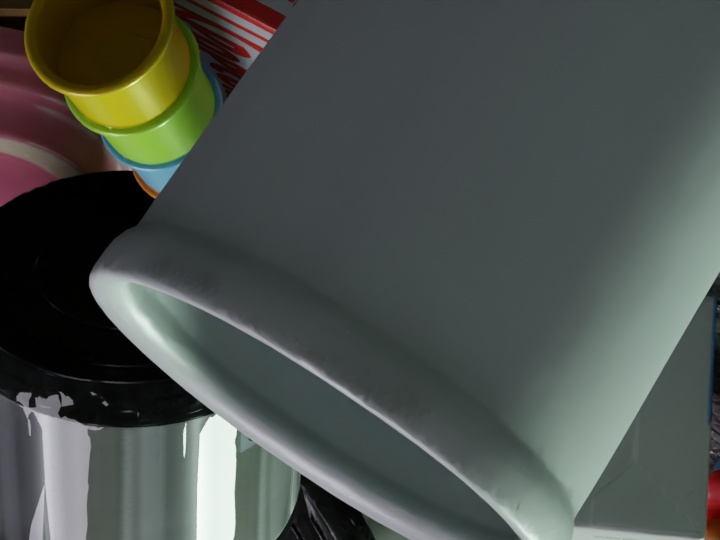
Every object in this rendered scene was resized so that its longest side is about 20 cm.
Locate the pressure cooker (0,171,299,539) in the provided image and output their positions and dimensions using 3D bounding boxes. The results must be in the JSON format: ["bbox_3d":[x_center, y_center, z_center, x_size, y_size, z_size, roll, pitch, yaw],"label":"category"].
[{"bbox_3d":[-0.114,0.077,1.047,0.179,0.175,0.201,-114,21,-48],"label":"pressure cooker"}]

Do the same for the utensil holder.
[{"bbox_3d":[0.039,-0.030,0.683,0.170,0.200,0.170,32,167,9],"label":"utensil holder"}]

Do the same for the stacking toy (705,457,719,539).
[{"bbox_3d":[0.188,0.191,1.084,0.110,0.200,0.116,32,167,4],"label":"stacking toy"}]

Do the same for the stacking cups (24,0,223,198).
[{"bbox_3d":[-0.081,-0.055,0.895,0.060,0.061,0.200,28,165,20],"label":"stacking cups"}]

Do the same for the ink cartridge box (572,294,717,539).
[{"bbox_3d":[0.130,0.098,1.026,0.067,0.117,0.200,3,158,8],"label":"ink cartridge box"}]

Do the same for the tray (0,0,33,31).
[{"bbox_3d":[-0.222,-0.115,1.067,0.199,0.037,0.099,0,151,-6],"label":"tray"}]

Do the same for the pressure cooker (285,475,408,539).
[{"bbox_3d":[0.013,0.111,1.248,0.176,0.200,0.179,56,148,5],"label":"pressure cooker"}]

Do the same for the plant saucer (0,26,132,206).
[{"bbox_3d":[-0.207,-0.050,1.097,0.200,0.051,0.201,-3,152,-2],"label":"plant saucer"}]

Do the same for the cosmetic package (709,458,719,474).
[{"bbox_3d":[0.244,0.186,1.250,0.151,0.052,0.200,34,166,7],"label":"cosmetic package"}]

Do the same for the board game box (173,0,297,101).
[{"bbox_3d":[-0.055,-0.108,0.917,0.200,0.046,0.152,28,166,21],"label":"board game box"}]
